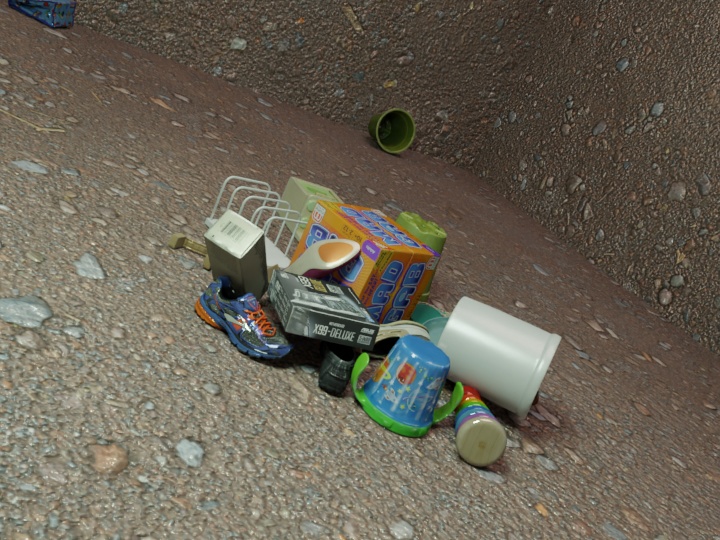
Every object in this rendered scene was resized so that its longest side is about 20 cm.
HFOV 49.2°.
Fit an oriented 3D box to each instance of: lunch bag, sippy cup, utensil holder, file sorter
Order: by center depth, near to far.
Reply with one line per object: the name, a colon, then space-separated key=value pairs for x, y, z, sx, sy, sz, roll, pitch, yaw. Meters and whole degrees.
sippy cup: x=0.083 y=0.185 z=1.318 sx=0.139 sy=0.131 sz=0.177 roll=38 pitch=20 yaw=30
utensil holder: x=0.254 y=0.162 z=1.491 sx=0.199 sy=0.171 sz=0.170 roll=24 pitch=17 yaw=15
file sorter: x=-0.216 y=-0.100 z=1.707 sx=0.138 sy=0.125 sz=0.200 roll=7 pitch=26 yaw=-45
lunch bag: x=-1.166 y=-0.959 z=2.861 sx=0.198 sy=0.095 sz=0.151 roll=18 pitch=20 yaw=3

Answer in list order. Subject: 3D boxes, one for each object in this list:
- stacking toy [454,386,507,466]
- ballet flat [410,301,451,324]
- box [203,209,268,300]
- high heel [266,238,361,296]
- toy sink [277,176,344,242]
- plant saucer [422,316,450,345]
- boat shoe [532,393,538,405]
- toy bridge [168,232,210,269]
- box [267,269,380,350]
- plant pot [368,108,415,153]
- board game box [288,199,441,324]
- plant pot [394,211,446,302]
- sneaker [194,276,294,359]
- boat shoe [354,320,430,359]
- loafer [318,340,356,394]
stacking toy: x=0.196 y=0.261 z=1.375 sx=0.085 sy=0.086 sz=0.200 roll=24 pitch=11 yaw=-6
ballet flat: x=0.170 y=0.121 z=1.752 sx=0.199 sy=0.076 sz=0.064 roll=22 pitch=-13 yaw=-27
box: x=-0.212 y=-0.012 z=1.366 sx=0.082 sy=0.069 sz=0.200 roll=33 pitch=-26 yaw=12
high heel: x=-0.087 y=0.005 z=1.498 sx=0.096 sy=0.199 sz=0.068 roll=66 pitch=-2 yaw=-60
toy sink: x=-0.110 y=-0.143 z=1.993 sx=0.130 sy=0.113 sz=0.200 roll=15 pitch=21 yaw=-31
plant saucer: x=0.208 y=0.171 z=1.627 sx=0.198 sy=0.028 sz=0.201 roll=12 pitch=33 yaw=-8
boat shoe: x=0.309 y=0.222 z=1.655 sx=0.068 sy=0.072 sz=0.200 roll=55 pitch=-4 yaw=-26
toy bridge: x=-0.284 y=-0.019 z=1.544 sx=0.199 sy=0.027 sz=0.067 roll=31 pitch=16 yaw=15
box: x=-0.069 y=0.066 z=1.370 sx=0.157 sy=0.050 sz=0.200 roll=15 pitch=13 yaw=-19
plant pot: x=0.126 y=-0.657 z=3.660 sx=0.199 sy=0.202 sz=0.190 roll=17 pitch=7 yaw=-27
board game box: x=0.000 y=0.000 z=1.603 sx=0.199 sy=0.201 sz=0.200 roll=4 pitch=27 yaw=-50
plant pot: x=0.111 y=-0.028 z=1.856 sx=0.199 sy=0.191 sz=0.200 roll=24 pitch=17 yaw=-8
sneaker: x=-0.191 y=0.080 z=1.314 sx=0.199 sy=0.079 sz=0.075 roll=32 pitch=19 yaw=17
boat shoe: x=0.059 y=0.141 z=1.517 sx=0.199 sy=0.075 sz=0.069 roll=4 pitch=32 yaw=-34
loafer: x=-0.035 y=0.143 z=1.370 sx=0.068 sy=0.071 sz=0.201 roll=23 pitch=18 yaw=-7
